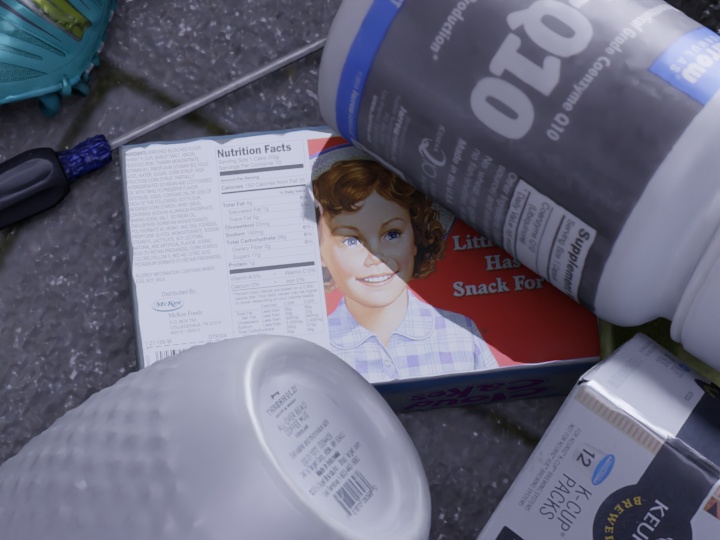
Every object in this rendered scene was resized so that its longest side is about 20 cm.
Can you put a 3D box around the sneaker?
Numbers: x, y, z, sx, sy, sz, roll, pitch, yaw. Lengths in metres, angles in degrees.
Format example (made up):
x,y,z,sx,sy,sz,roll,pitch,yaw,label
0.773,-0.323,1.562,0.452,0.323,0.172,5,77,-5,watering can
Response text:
x,y,z,sx,sy,sz,roll,pitch,yaw,label
-0.143,-0.112,0.833,0.199,0.077,0.080,-38,99,-6,sneaker

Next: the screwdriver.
x,y,z,sx,sy,sz,roll,pitch,yaw,label
-0.097,-0.063,0.832,0.198,0.029,0.028,-28,80,-4,screwdriver

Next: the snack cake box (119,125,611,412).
x,y,z,sx,sy,sz,roll,pitch,yaw,label
0.000,0.000,0.807,0.197,0.067,0.116,-5,75,-5,snack cake box

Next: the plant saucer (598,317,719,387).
x,y,z,sx,sy,sz,roll,pitch,yaw,label
0.197,0.022,0.760,0.198,0.048,0.202,-4,80,15,plant saucer

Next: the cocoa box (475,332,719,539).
x,y,z,sx,sy,sz,roll,pitch,yaw,label
0.092,0.147,0.681,0.131,0.133,0.201,35,103,11,cocoa box

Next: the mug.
x,y,z,sx,sy,sz,roll,pitch,yaw,label
-0.052,0.108,0.709,0.175,0.199,0.148,-41,76,28,mug

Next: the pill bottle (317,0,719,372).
x,y,z,sx,sy,sz,roll,pitch,yaw,label
0.091,-0.051,0.718,0.199,0.114,0.114,35,76,18,pill bottle
